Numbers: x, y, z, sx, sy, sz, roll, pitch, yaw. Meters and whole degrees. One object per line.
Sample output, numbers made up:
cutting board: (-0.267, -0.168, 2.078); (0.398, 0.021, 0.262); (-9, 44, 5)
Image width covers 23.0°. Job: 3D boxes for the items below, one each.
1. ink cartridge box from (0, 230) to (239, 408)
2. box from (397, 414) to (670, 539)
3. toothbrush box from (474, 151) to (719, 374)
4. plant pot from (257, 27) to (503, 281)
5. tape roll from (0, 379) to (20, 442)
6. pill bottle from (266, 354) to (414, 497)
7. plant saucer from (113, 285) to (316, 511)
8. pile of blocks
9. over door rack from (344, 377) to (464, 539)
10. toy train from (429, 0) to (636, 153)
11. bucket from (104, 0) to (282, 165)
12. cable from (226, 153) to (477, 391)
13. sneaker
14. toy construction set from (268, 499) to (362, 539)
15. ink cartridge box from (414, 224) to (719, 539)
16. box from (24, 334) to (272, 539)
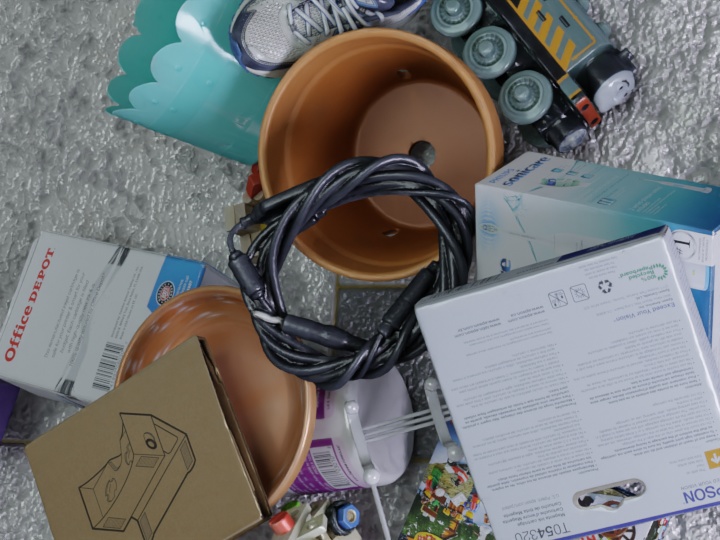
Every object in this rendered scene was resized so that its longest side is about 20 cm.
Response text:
ink cartridge box: (-0.223, 0.057, 1.622); (0.199, 0.086, 0.147); (11, 76, 33)
box: (0.134, 0.214, 1.417); (0.199, 0.038, 0.137); (24, 93, 32)
toothbrush box: (0.191, 0.004, 1.341); (0.199, 0.085, 0.147); (15, 119, 32)
plant pot: (0.032, -0.095, 1.458); (0.199, 0.140, 0.202); (1, 94, 19)
tape roll: (-0.429, 0.111, 1.680); (0.199, 0.200, 0.085); (21, 92, 32)
pill bottle: (-0.063, 0.137, 1.507); (0.199, 0.112, 0.113); (-10, 76, 29)
plant saucer: (-0.117, 0.114, 1.456); (0.199, 0.037, 0.202); (-5, 80, 29)
pile of blocks: (-0.060, -0.097, 1.578); (0.082, 0.062, 0.201); (26, 95, 32)
over door rack: (0.080, 0.173, 1.362); (0.147, 0.067, 0.201); (-15, 70, -3)
toy train: (0.141, -0.193, 1.468); (0.114, 0.085, 0.200); (-40, 63, 8)
bucket: (-0.120, -0.200, 1.546); (0.207, 0.134, 0.208); (-51, 24, 33)
cable: (0.000, 0.000, 1.366); (0.199, 0.051, 0.164); (-21, 83, 12)
sneaker: (-0.018, -0.221, 1.448); (0.085, 0.199, 0.077); (-17, 100, 61)
toy construction set: (-0.029, 0.263, 1.436); (0.092, 0.131, 0.201); (1, 124, 37)
ink cartridge box: (0.161, 0.089, 1.283); (0.195, 0.043, 0.201); (-16, 99, 22)
box: (-0.178, 0.171, 1.450); (0.199, 0.021, 0.164); (-32, 68, 24)
